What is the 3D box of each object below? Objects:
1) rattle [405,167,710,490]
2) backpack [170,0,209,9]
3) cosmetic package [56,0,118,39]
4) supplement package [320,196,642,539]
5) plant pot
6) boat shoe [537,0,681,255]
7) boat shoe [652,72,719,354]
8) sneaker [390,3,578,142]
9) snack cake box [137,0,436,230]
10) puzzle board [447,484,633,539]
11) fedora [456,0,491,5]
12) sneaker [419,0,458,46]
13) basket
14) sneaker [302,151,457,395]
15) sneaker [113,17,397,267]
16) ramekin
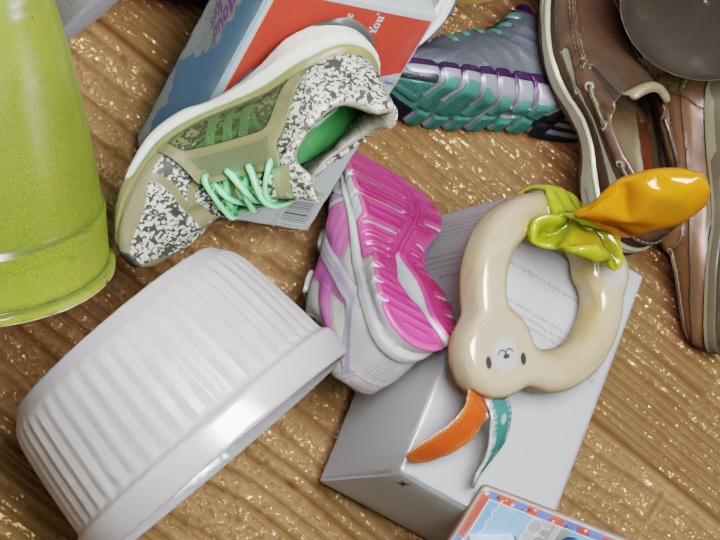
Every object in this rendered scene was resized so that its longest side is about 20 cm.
[{"bbox_3d":[0.125,0.039,1.428,0.200,0.143,0.130,-55,133,-31],"label":"rattle"},{"bbox_3d":[-0.066,-0.281,1.525,0.151,0.178,0.200,7,76,-42],"label":"backpack"},{"bbox_3d":[-0.191,-0.206,1.446,0.081,0.200,0.113,-39,98,-24],"label":"cosmetic package"},{"bbox_3d":[0.079,0.071,1.541,0.117,0.117,0.200,31,70,-22],"label":"supplement package"},{"bbox_3d":[-0.242,-0.092,1.365,0.200,0.200,0.193,-7,114,-23],"label":"plant pot"},{"bbox_3d":[0.179,-0.115,1.582,0.075,0.075,0.202,-10,82,-35],"label":"boat shoe"},{"bbox_3d":[0.235,-0.042,1.661,0.072,0.068,0.200,-10,102,-61],"label":"boat shoe"},{"bbox_3d":[0.082,-0.145,1.623,0.200,0.074,0.088,8,67,-31],"label":"sneaker"},{"bbox_3d":[-0.050,-0.120,1.480,0.115,0.200,0.067,9,45,-26],"label":"snack cake box"},{"bbox_3d":[0.097,0.241,1.507,0.151,0.017,0.200,22,113,-18],"label":"puzzle board"},{"bbox_3d":[0.108,-0.261,1.621,0.082,0.201,0.201,35,63,-55],"label":"fedora"},{"bbox_3d":[0.038,-0.224,1.543,0.079,0.074,0.200,34,86,-44],"label":"sneaker"},{"bbox_3d":[0.243,-0.225,1.609,0.180,0.136,0.200,38,33,-14],"label":"basket"},{"bbox_3d":[0.000,0.000,1.528,0.081,0.088,0.200,30,32,-25],"label":"sneaker"},{"bbox_3d":[-0.060,-0.064,1.392,0.200,0.089,0.077,-40,135,4],"label":"sneaker"},{"bbox_3d":[-0.115,0.075,1.430,0.200,0.200,0.105,-39,86,-23],"label":"ramekin"}]
